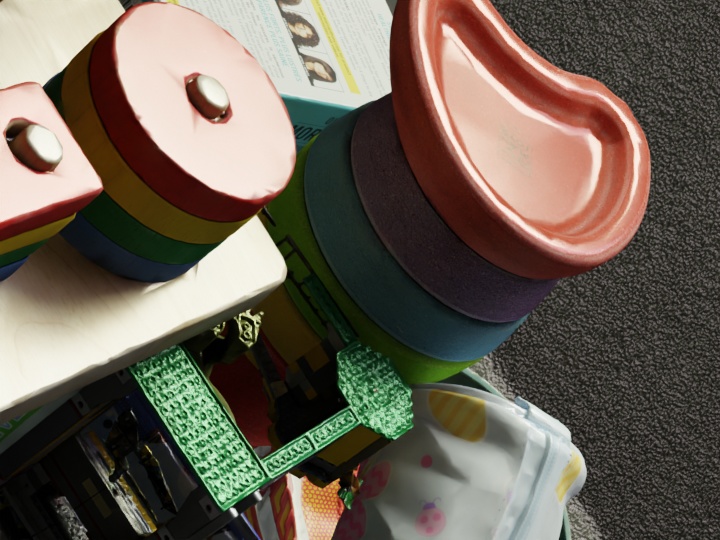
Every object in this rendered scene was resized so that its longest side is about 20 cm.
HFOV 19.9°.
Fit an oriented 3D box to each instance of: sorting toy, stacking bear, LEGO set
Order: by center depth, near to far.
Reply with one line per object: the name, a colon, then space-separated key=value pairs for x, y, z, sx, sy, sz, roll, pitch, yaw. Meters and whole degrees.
sorting toy: x=-0.115 y=-0.066 z=0.583 sx=0.201 sy=0.069 sz=0.198 roll=57 pitch=34 yaw=6
LEGO set: x=-0.090 y=0.027 z=0.710 sx=0.200 sy=0.116 sz=0.154 roll=52 pitch=34 yaw=-3
stacking bear: x=0.000 y=0.000 z=0.799 sx=0.121 sy=0.200 sz=0.114 roll=33 pitch=40 yaw=-23

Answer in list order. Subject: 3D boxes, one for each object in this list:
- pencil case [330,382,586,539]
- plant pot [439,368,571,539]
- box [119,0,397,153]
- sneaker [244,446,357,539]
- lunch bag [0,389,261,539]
pencil case: x=0.015 y=0.139 z=0.733 sx=0.083 sy=0.201 sz=0.091 roll=28 pitch=-28 yaw=-10
plant pot: x=-0.009 y=0.152 z=1.064 sx=0.201 sy=0.200 sz=0.134 roll=57 pitch=-29 yaw=3
box: x=-0.039 y=-0.096 z=0.942 sx=0.199 sy=0.049 sz=0.083 roll=5 pitch=56 yaw=-52
sneaker: x=-0.025 y=0.081 z=0.970 sx=0.073 sy=0.202 sz=0.077 roll=0 pitch=-13 yaw=37
lunch bag: x=-0.080 y=0.108 z=0.830 sx=0.201 sy=0.075 sz=0.160 roll=59 pitch=-4 yaw=-7
